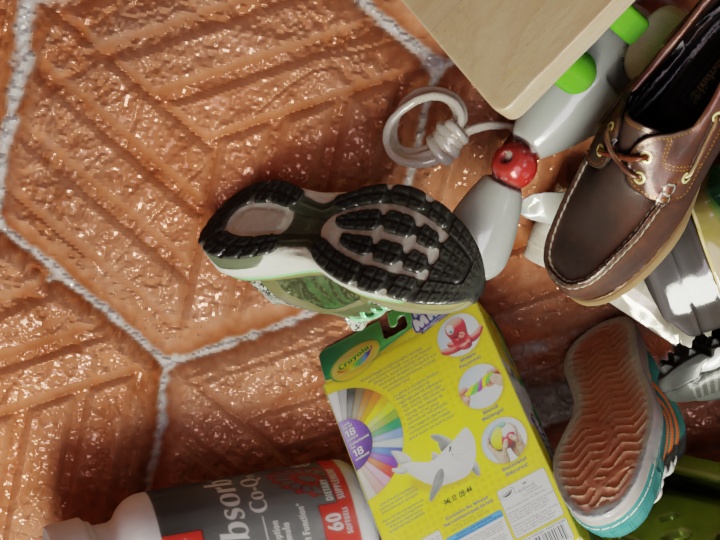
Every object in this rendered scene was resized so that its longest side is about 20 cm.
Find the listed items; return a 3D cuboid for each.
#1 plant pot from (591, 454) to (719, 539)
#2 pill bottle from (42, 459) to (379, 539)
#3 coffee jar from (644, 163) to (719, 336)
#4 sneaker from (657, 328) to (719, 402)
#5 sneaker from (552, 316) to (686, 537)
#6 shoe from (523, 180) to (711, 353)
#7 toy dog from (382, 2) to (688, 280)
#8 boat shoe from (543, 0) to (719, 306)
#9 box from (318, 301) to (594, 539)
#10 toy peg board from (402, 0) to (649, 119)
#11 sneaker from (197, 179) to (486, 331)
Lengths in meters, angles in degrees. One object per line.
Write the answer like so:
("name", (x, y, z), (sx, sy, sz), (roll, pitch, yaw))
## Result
("plant pot", (0.208, 0.231, 1.174), (0.181, 0.198, 0.202), (-38, 117, -30))
("pill bottle", (-0.093, 0.191, 1.164), (0.198, 0.116, 0.117), (-9, 114, -15))
("coffee jar", (0.255, -0.033, 1.063), (0.198, 0.104, 0.086), (-20, 100, 11))
("sneaker", (0.274, 0.058, 1.075), (0.198, 0.066, 0.091), (-17, 93, -1))
("sneaker", (0.166, 0.107, 1.126), (0.071, 0.201, 0.080), (-28, 111, 21))
("shoe", (0.190, 0.020, 1.162), (0.199, 0.070, 0.054), (35, 93, -8))
("toy dog", (0.123, -0.085, 1.102), (0.199, 0.133, 0.096), (-39, 150, 16))
("boat shoe", (0.161, -0.073, 1.010), (0.201, 0.070, 0.070), (-57, 148, 6))
("box", (0.054, 0.110, 1.141), (0.117, 0.201, 0.048), (-28, 150, 11))
("toy peg board", (0.109, -0.210, 1.024), (0.200, 0.200, 0.098), (-45, 152, 13))
("sneaker", (0.000, 0.000, 1.103), (0.077, 0.199, 0.089), (-57, 136, -23))
